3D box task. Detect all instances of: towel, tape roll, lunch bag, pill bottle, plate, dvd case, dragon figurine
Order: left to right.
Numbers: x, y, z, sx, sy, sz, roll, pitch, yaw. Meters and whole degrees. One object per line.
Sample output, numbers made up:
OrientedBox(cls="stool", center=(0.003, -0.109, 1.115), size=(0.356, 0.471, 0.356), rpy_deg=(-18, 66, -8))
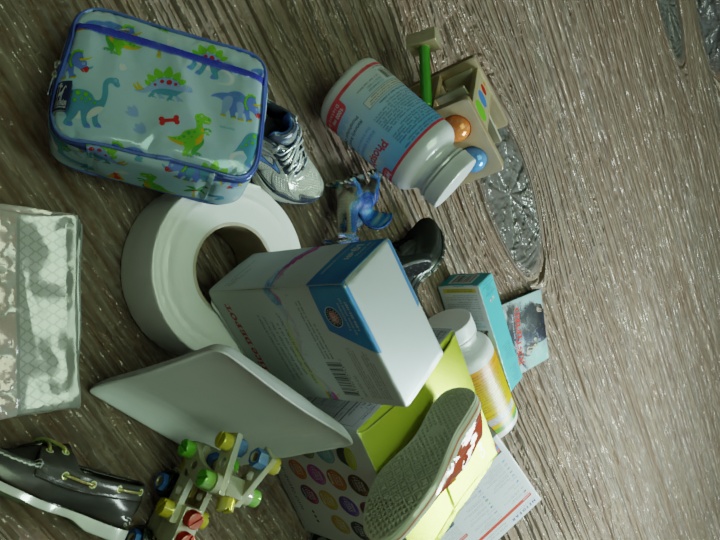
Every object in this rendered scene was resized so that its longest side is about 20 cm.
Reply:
OrientedBox(cls="towel", center=(-0.341, 0.037, 0.574), size=(0.191, 0.032, 0.200), rpy_deg=(2, 86, -46))
OrientedBox(cls="lunch bag", center=(-0.195, -0.163, 0.647), size=(0.200, 0.082, 0.161), rpy_deg=(13, 68, -19))
OrientedBox(cls="tape roll", center=(-0.160, -0.001, 0.735), size=(0.202, 0.071, 0.203), rpy_deg=(3, 86, -45))
OrientedBox(cls="plate", center=(-0.139, 0.139, 0.668), size=(0.200, 0.199, 0.032), rpy_deg=(44, 42, -35))
OrientedBox(cls="dragon figurine", center=(0.006, -0.087, 0.914), size=(0.200, 0.059, 0.100), rpy_deg=(-33, 112, -51))
OrientedBox(cls="pill bottle", center=(0.052, -0.180, 0.870), size=(0.200, 0.109, 0.109), rpy_deg=(43, 50, 8))
OrientedBox(cls="pill bottle", center=(0.168, 0.165, 1.035), size=(0.111, 0.111, 0.200), rpy_deg=(-41, 117, -39))
OrientedBox(cls="dvd case", center=(0.294, 0.123, 1.233), size=(0.200, 0.022, 0.146), rpy_deg=(-13, 97, -45))

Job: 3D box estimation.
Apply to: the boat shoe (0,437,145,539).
OrientedBox(cls="boat shoe", center=(-0.284, 0.189, 0.599), size=(0.201, 0.072, 0.061), rpy_deg=(50, 55, -42))

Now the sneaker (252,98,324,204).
OrientedBox(cls="sneaker", center=(-0.104, -0.151, 0.789), size=(0.200, 0.085, 0.077), rpy_deg=(43, 59, -37))

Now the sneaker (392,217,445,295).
OrientedBox(cls="sneaker", center=(0.060, -0.012, 0.965), size=(0.091, 0.076, 0.200), rpy_deg=(46, 54, -25))

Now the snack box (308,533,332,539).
OrientedBox(cls="snack box", center=(-0.016, 0.361, 0.832), size=(0.200, 0.116, 0.037), rpy_deg=(-45, 119, -38))

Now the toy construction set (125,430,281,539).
OrientedBox(cls="toy construction set", center=(-0.175, 0.255, 0.658), size=(0.200, 0.131, 0.092), rpy_deg=(-55, 125, -27))

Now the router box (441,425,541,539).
OrientedBox(cls="router box", center=(0.157, 0.354, 0.997), size=(0.200, 0.049, 0.180), rpy_deg=(-39, 119, -8))

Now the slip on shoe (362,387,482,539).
OrientedBox(cls="slip on shoe", center=(0.074, 0.209, 0.687), size=(0.200, 0.074, 0.061), rpy_deg=(-45, 122, -39))

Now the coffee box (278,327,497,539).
OrientedBox(cls="coffee box", center=(0.022, 0.205, 0.820), size=(0.200, 0.198, 0.200), rpy_deg=(-39, 115, -40))

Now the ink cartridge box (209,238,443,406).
OrientedBox(cls="ink cartridge box", center=(-0.039, 0.053, 0.666), size=(0.085, 0.200, 0.145), rpy_deg=(-48, 121, -40))

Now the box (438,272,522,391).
OrientedBox(cls="box", center=(0.202, 0.104, 1.095), size=(0.049, 0.082, 0.200), rpy_deg=(-36, 113, -42))

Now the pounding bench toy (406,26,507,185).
OrientedBox(cls="pounding bench toy", center=(0.117, -0.238, 0.961), size=(0.200, 0.124, 0.156), rpy_deg=(54, 34, -30))

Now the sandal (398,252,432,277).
OrientedBox(cls="sandal", center=(0.000, 0.000, 0.878), size=(0.200, 0.075, 0.045), rpy_deg=(-14, 73, -21))
